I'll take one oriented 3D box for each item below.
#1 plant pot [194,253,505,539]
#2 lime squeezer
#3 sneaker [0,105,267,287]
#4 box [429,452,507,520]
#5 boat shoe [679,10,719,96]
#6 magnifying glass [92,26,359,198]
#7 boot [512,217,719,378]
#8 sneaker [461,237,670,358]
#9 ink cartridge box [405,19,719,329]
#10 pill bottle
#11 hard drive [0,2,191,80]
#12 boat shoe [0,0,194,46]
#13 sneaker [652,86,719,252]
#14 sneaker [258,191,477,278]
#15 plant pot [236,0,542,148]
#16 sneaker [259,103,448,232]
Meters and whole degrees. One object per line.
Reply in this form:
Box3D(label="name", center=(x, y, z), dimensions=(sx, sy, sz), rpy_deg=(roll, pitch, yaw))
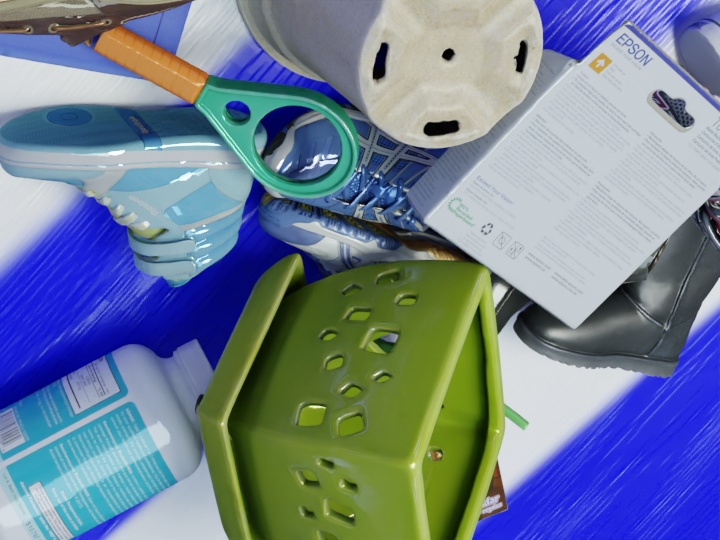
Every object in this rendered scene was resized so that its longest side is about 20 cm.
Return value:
Box3D(label="plant pot", center=(-0.008, 0.114, 1.669), dimensions=(0.180, 0.200, 0.201), rpy_deg=(10, 139, 16))
Box3D(label="lime squeezer", center=(0.033, 0.088, 1.794), dimensions=(0.199, 0.071, 0.038), rpy_deg=(1, 168, 10))
Box3D(label="sneaker", center=(-0.168, -0.047, 1.632), dimensions=(0.199, 0.080, 0.131), rpy_deg=(-1, 119, -21))
Box3D(label="box", center=(0.015, 0.170, 1.862), dimensions=(0.199, 0.039, 0.137), rpy_deg=(-20, 124, -10))
Box3D(label="boat shoe", center=(0.323, -0.113, 1.762), dimensions=(0.070, 0.071, 0.201), rpy_deg=(-31, 92, -21))
Box3D(label="magnifying glass", center=(-0.092, -0.115, 1.580), dimensions=(0.199, 0.022, 0.080), rpy_deg=(29, 121, -9))
Box3D(label="boot", center=(0.226, -0.019, 1.816), dimensions=(0.164, 0.066, 0.201), rpy_deg=(8, 119, -35))
Box3D(label="sneaker", center=(0.155, 0.004, 1.743), dimensions=(0.200, 0.106, 0.075), rpy_deg=(-54, 170, -6))
Box3D(label="ink cartridge box", center=(0.161, -0.073, 1.622), dimensions=(0.200, 0.041, 0.199), rpy_deg=(-44, 135, 12))
Box3D(label="pill bottle", center=(-0.195, 0.128, 1.707), dimensions=(0.199, 0.111, 0.111), rpy_deg=(-27, 126, -4))
Box3D(label="hard drive", center=(-0.209, -0.205, 1.551), dimensions=(0.199, 0.025, 0.133), rpy_deg=(8, 117, -26))
Box3D(label="boat shoe", center=(-0.192, -0.188, 1.521), dimensions=(0.199, 0.072, 0.072), rpy_deg=(-12, 155, -28))
Box3D(label="sneaker", center=(0.267, -0.069, 1.716), dimensions=(0.075, 0.200, 0.081), rpy_deg=(-31, 156, -46))
Box3D(label="sneaker", center=(0.000, 0.000, 1.731), dimensions=(0.199, 0.075, 0.088), rpy_deg=(20, 111, -30))
Box3D(label="plant pot", center=(0.033, -0.182, 1.566), dimensions=(0.199, 0.184, 0.201), rpy_deg=(-11, 123, -16))
Box3D(label="sneaker", center=(0.018, -0.072, 1.675), dimensions=(0.199, 0.077, 0.076), rpy_deg=(-1, 122, -34))
